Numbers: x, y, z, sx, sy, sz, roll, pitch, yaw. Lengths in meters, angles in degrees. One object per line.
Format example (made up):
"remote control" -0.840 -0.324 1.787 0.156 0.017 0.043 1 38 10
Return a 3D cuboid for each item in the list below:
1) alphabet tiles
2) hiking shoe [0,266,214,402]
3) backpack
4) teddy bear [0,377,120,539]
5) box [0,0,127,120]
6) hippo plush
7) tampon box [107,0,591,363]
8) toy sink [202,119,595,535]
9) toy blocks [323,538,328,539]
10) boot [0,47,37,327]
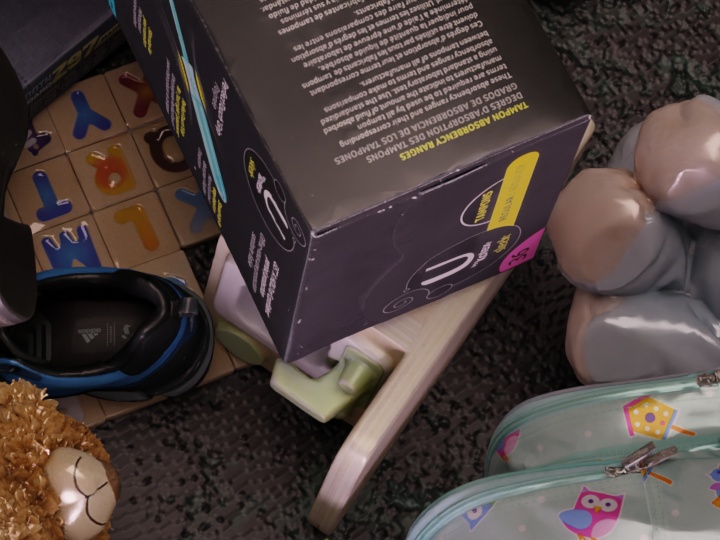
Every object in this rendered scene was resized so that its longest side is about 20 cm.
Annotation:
"alphabet tiles" -0.123 -0.013 1.275 0.200 0.008 0.167 -21 74 -15
"hiking shoe" -0.168 0.029 1.195 0.200 0.087 0.074 -11 73 1
"backpack" 0.113 0.132 1.102 0.200 0.176 0.153 -12 62 -9
"teddy bear" -0.160 0.126 1.093 0.200 0.067 0.145 -23 81 -47
"box" -0.202 -0.142 1.286 0.200 0.051 0.158 -41 78 -19
"hippo plush" 0.187 -0.029 1.221 0.200 0.159 0.161 14 32 1
"tampon box" -0.013 -0.092 1.098 0.126 0.150 0.200 -23 73 -14
"toy sink" 0.000 0.000 1.215 0.112 0.130 0.200 33 70 5
"toy blocks" -0.031 0.237 1.156 0.137 0.100 0.200 -26 84 -3
"boot" -0.237 -0.027 1.179 0.174 0.069 0.200 -19 56 15
